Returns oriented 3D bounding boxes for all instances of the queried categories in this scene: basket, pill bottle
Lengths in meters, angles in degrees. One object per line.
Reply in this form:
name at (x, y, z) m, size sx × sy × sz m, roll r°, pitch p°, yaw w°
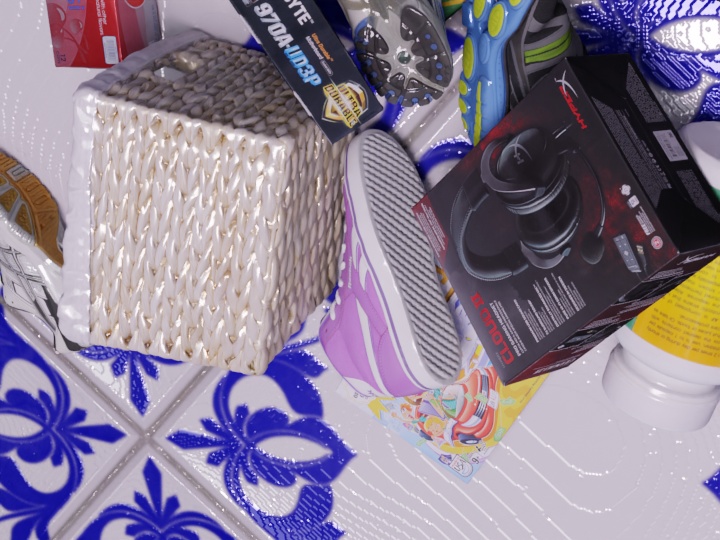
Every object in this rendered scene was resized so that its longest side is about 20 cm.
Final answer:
basket at (-0.107, -0.051, 0.989) m, size 0.160 × 0.198 × 0.201 m, roll 15°, pitch 115°, yaw 12°
pill bottle at (0.240, 0.008, 0.930) m, size 0.112 × 0.113 × 0.201 m, roll 21°, pitch 118°, yaw 11°

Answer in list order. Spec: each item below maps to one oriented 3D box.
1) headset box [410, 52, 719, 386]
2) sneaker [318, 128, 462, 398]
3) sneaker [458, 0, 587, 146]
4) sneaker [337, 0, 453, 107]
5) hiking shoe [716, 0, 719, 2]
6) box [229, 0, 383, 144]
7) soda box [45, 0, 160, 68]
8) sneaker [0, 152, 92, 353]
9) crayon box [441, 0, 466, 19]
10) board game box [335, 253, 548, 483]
headset box at (0.133, -0.027, 0.902) m, size 0.200 × 0.077 × 0.149 m, roll -43°, pitch 66°, yaw 43°
sneaker at (0.000, 0.000, 1.017) m, size 0.114 × 0.072 × 0.202 m, roll -16°, pitch 83°, yaw 44°
sneaker at (0.117, -0.164, 0.912) m, size 0.082 × 0.071 × 0.200 m, roll -15°, pitch 139°, yaw -17°
sneaker at (0.006, -0.210, 0.880) m, size 0.077 × 0.085 × 0.201 m, roll -13°, pitch 119°, yaw 18°
hiking shoe at (0.233, -0.235, 0.851) m, size 0.199 × 0.076 × 0.101 m, roll 26°, pitch 96°, yaw -10°
box at (-0.071, -0.198, 0.887) m, size 0.046 × 0.200 × 0.159 m, roll -34°, pitch 137°, yaw 3°
soda box at (-0.203, -0.259, 1.012) m, size 0.063 × 0.070 × 0.201 m, roll 5°, pitch 113°, yaw 19°
sneaker at (-0.290, -0.011, 1.143) m, size 0.088 × 0.076 × 0.200 m, roll -37°, pitch 95°, yaw 28°
crayon box at (0.063, -0.259, 0.923) m, size 0.200 × 0.052 × 0.126 m, roll -36°, pitch 95°, yaw 28°
board game box at (0.084, 0.057, 1.053) m, size 0.134 × 0.034 × 0.201 m, roll 34°, pitch 119°, yaw 5°
